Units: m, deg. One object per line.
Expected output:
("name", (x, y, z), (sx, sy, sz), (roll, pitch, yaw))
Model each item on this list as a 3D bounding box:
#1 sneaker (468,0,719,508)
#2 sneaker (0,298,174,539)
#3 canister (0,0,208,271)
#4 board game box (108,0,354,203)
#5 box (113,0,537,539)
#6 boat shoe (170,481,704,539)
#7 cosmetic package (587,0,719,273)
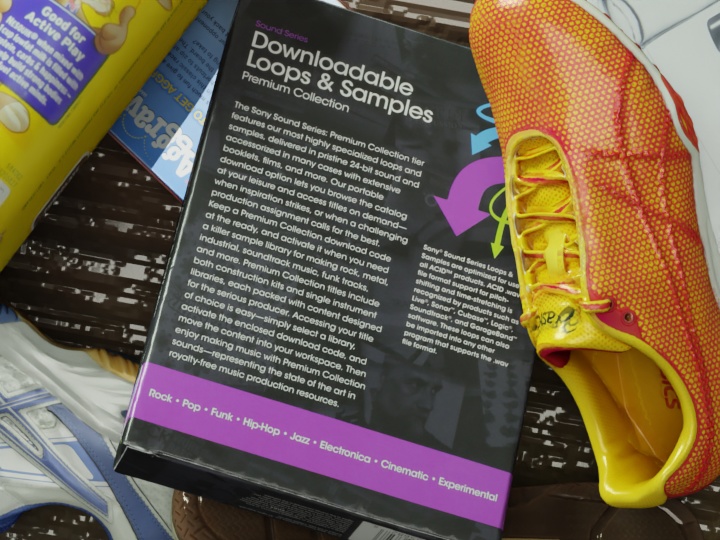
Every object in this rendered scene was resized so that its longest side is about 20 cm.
("sneaker", (0.087, -0.011, 1.046), (0.073, 0.077, 0.201), (-21, 94, 45))
("sneaker", (-0.147, 0.055, 1.115), (0.199, 0.075, 0.089), (25, 90, 5))
("canister", (-0.149, -0.093, 1.069), (0.148, 0.087, 0.200), (33, 75, 12))
("board game box", (-0.100, -0.125, 1.147), (0.200, 0.019, 0.103), (44, 89, 4))
("box", (0.000, 0.000, 1.078), (0.142, 0.036, 0.201), (18, 65, -8))
("boat shoe", (0.026, 0.114, 1.098), (0.201, 0.075, 0.075), (11, 64, -3))
("cosmetic package", (0.171, -0.074, 1.100), (0.150, 0.052, 0.201), (-30, 86, -7))
